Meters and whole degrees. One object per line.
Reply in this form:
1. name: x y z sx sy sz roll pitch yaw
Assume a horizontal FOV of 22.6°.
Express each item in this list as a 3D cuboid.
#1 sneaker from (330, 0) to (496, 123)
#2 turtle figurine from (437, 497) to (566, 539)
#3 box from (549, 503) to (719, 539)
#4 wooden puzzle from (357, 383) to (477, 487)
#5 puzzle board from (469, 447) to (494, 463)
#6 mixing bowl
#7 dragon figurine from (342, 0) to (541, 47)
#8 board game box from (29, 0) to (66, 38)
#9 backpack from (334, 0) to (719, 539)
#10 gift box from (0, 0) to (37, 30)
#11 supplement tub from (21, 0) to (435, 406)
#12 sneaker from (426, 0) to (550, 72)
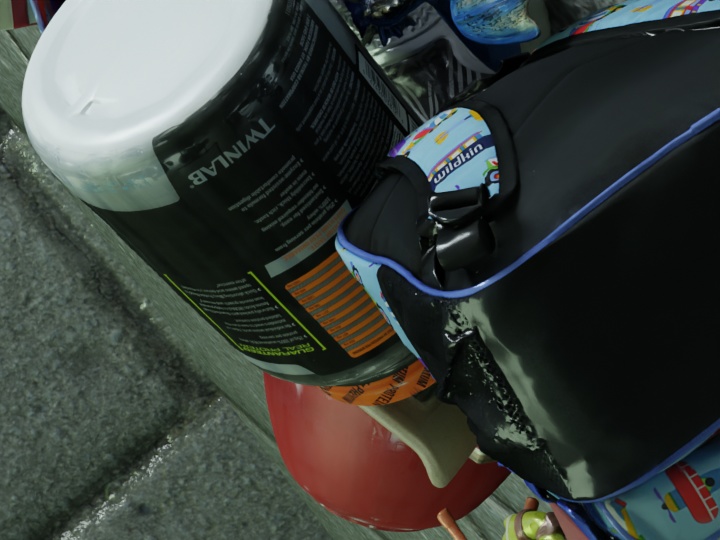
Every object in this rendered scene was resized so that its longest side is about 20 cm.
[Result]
1. sneaker: 0.048 -0.048 0.849 0.200 0.075 0.115 49 148 28
2. turtle figurine: 0.145 0.155 1.006 0.200 0.161 0.064 41 167 37
3. box: 0.174 0.117 0.848 0.109 0.128 0.200 40 165 42
4. wooden puzzle: 0.000 0.000 0.898 0.200 0.037 0.185 42 -154 4
5. puzzle board: 0.059 0.054 1.104 0.200 0.150 0.017 34 118 41
6. mixing bowl: 0.022 0.096 1.146 0.200 0.199 0.109 37 121 48
7. dragon figurine: 0.049 -0.116 0.621 0.059 0.099 0.200 53 169 -23
8. board game box: -0.114 -0.126 0.797 0.200 0.039 0.159 56 -163 -86
9. backpack: 0.089 -0.012 0.606 0.135 0.182 0.200 58 171 -14
10. gift box: -0.205 -0.233 0.921 0.200 0.184 0.187 46 143 45
11. supplement tub: -0.032 -0.035 0.727 0.122 0.123 0.200 38 172 45
12. sneaker: -0.013 -0.140 0.754 0.200 0.111 0.077 53 169 -19
